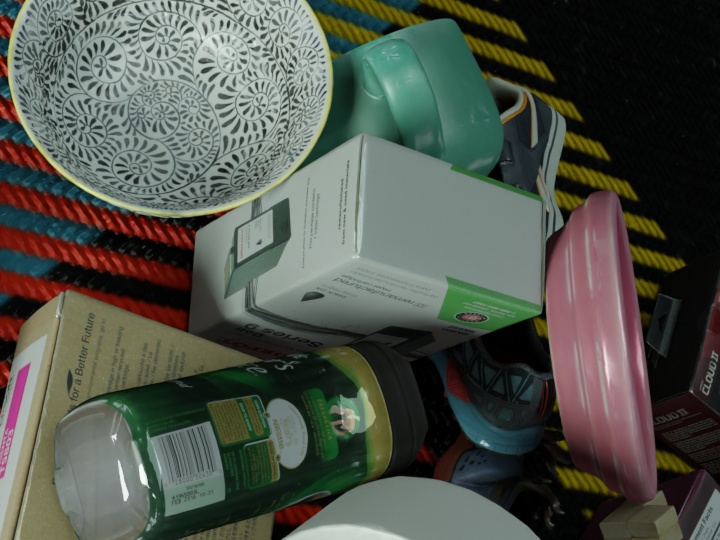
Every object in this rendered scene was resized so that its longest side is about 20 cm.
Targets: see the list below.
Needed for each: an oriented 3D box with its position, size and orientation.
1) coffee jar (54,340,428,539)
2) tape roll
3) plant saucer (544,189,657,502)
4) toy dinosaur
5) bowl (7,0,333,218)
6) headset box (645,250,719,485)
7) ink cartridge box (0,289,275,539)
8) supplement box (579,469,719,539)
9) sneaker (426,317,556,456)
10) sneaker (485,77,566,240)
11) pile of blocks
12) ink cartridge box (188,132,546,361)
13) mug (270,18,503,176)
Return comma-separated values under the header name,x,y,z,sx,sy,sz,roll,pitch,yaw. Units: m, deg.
name,x,y,z,sx,sy,sz,roll,pitch,yaw
coffee jar,-0.063,0.095,0.861,0.200,0.104,0.085,-9,80,-40
tape roll,0.028,0.218,0.834,0.071,0.202,0.203,-29,90,-54
plant saucer,0.154,0.050,0.992,0.201,0.051,0.201,-7,90,-77
toy dinosaur,0.061,0.173,1.062,0.181,0.105,0.200,-15,46,-30
bowl,-0.124,-0.108,0.987,0.200,0.094,0.201,5,67,-10
headset box,0.312,0.092,1.258,0.200,0.077,0.149,36,53,-19
ink cartridge box,-0.135,0.134,0.907,0.165,0.075,0.200,22,60,-27
supplement box,0.261,0.254,1.129,0.200,0.110,0.086,47,51,-11
sneaker,0.082,0.027,1.072,0.079,0.096,0.200,-12,53,-34
sneaker,0.106,-0.062,1.168,0.079,0.078,0.200,33,44,-27
pile of blocks,0.181,0.221,1.040,0.082,0.200,0.062,44,46,19
ink cartridge box,0.000,0.000,0.983,0.146,0.200,0.084,16,65,-31
mug,0.016,-0.088,1.052,0.115,0.152,0.185,65,25,2
